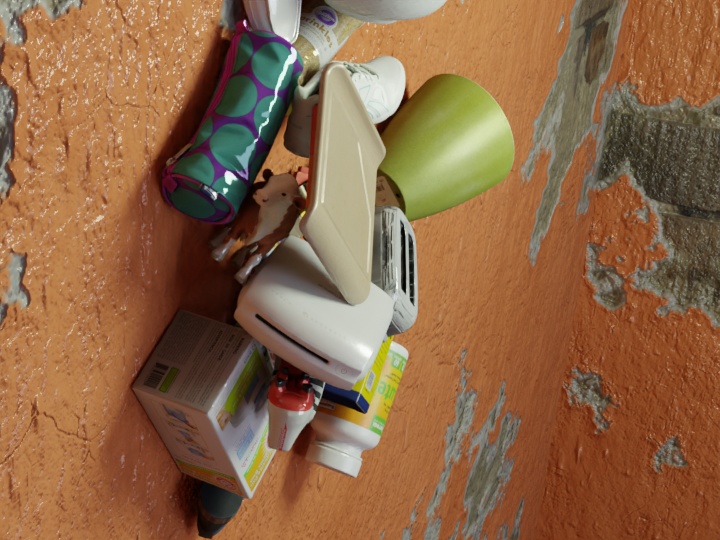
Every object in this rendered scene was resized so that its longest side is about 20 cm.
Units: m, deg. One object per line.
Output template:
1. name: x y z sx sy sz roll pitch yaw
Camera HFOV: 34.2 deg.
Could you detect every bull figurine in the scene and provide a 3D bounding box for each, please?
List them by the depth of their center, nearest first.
1. bull figurine: -0.111 -0.054 1.279 0.122 0.065 0.200 -50 -173 1

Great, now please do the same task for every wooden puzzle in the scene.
1. wooden puzzle: -0.022 -0.091 1.263 0.185 0.037 0.203 58 35 -56

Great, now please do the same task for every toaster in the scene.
1. toaster: 0.000 0.000 1.480 0.114 0.127 0.203 54 31 -56

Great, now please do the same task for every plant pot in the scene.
1. plant pot: 0.091 -0.156 1.698 0.199 0.186 0.189 -38 141 -33

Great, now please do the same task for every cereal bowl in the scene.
1. cereal bowl: 0.010 -0.337 1.324 0.200 0.198 0.084 -39 153 -56

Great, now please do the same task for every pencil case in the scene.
1. pencil case: -0.134 -0.153 1.227 0.092 0.085 0.202 35 66 -30

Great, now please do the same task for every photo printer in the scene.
1. photo printer: -0.050 0.047 1.307 0.070 0.165 0.200 -57 180 20

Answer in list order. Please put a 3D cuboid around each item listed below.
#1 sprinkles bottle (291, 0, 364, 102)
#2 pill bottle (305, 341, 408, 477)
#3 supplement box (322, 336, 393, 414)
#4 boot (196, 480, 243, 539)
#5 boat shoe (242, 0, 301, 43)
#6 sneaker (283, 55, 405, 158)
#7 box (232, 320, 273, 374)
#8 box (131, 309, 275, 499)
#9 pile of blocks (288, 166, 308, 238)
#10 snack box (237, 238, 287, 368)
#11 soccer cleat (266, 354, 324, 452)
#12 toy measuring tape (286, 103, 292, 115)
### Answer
1. sprinkles bottle: -0.053 -0.275 1.369 0.201 0.067 0.069 -55 152 -40
2. pill bottle: -0.011 0.196 1.730 0.203 0.110 0.111 -70 158 -11
3. supplement box: -0.014 0.081 1.632 0.110 0.107 0.203 63 46 -73
4. boot: -0.164 0.240 1.475 0.097 0.074 0.202 118 -5 -50
5. boat shoe: -0.082 -0.329 1.229 0.071 0.069 0.203 -35 129 -46
6. sneaker: -0.010 -0.203 1.333 0.200 0.070 0.081 -41 151 -39
7. box: -0.103 0.073 1.488 0.201 0.034 0.111 -56 138 -40
8. box: -0.164 0.155 1.335 0.113 0.100 0.201 -61 155 -30
9. pile of blocks: -0.046 -0.114 1.481 0.063 0.081 0.200 62 36 -19
10. snack box: -0.094 0.056 1.441 0.072 0.024 0.203 -36 117 -48
11. soccer cleat: -0.073 0.131 1.323 0.200 0.068 0.086 -78 -177 -70
12. toy measuring tape: -0.043 -0.215 1.431 0.200 0.073 0.075 -33 134 -59
